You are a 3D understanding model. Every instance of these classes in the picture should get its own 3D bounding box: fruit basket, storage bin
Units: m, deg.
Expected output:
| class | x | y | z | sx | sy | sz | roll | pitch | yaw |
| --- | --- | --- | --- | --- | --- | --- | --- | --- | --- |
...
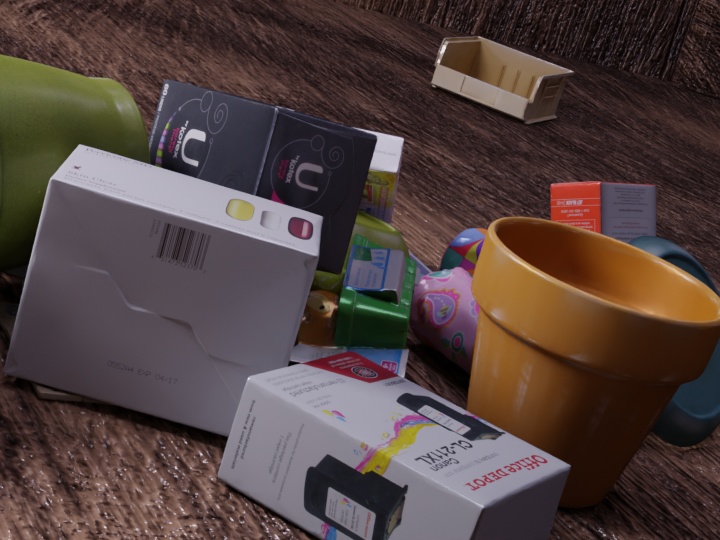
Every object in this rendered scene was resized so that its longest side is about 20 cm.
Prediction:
| class | x | y | z | sx | sy | sz | roll | pitch | yaw |
| --- | --- | --- | --- | --- | --- | --- | --- | --- | --- |
| fruit basket | -0.051 | 0.022 | 1.408 | 0.199 | 0.094 | 0.186 | 14 | 29 | 0 |
| storage bin | 0.254 | -0.347 | 2.969 | 0.199 | 0.094 | 0.198 | 24 | 17 | 19 |

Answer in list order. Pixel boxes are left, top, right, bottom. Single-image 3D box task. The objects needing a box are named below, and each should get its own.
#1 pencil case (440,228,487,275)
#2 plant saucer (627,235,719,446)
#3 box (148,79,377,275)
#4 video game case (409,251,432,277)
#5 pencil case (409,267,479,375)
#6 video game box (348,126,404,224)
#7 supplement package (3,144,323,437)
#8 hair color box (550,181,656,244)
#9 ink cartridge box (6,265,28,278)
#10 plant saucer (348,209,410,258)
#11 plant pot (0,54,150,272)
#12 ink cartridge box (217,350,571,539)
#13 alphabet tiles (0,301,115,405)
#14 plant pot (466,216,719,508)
| class | x | y | z | sx | sy | sz | roll | pitch | yaw |
| --- | --- | --- | --- | --- | --- | --- | --- | --- | --- |
| pencil case | 0.167 | 0.025 | 1.683 | 0.088 | 0.089 | 0.200 | 4 | 20 | -39 |
| plant saucer | 0.297 | 0.063 | 1.527 | 0.027 | 0.202 | 0.199 | -16 | -10 | 41 |
| box | -0.093 | -0.081 | 1.376 | 0.106 | 0.123 | 0.200 | 12 | 5 | -36 |
| video game case | 0.000 | 0.000 | 1.691 | 0.181 | 0.023 | 0.200 | 9 | 18 | -29 |
| pencil case | 0.124 | 0.068 | 1.492 | 0.087 | 0.088 | 0.200 | 6 | 19 | -35 |
| video game box | -0.051 | -0.098 | 1.668 | 0.181 | 0.047 | 0.200 | 14 | -18 | 2 |
| supplement package | -0.143 | 0.016 | 1.223 | 0.199 | 0.157 | 0.111 | 16 | 16 | -5 |
| hair color box | 0.231 | 0.019 | 1.550 | 0.061 | 0.202 | 0.101 | -1 | -1 | 42 |
| ink cartridge box | -0.283 | -0.067 | 1.476 | 0.108 | 0.051 | 0.200 | 18 | 33 | 0 |
| plant saucer | -0.038 | -0.051 | 1.579 | 0.199 | 0.031 | 0.200 | 21 | 7 | -3 |
| plant pot | -0.280 | -0.088 | 1.315 | 0.192 | 0.202 | 0.200 | -7 | 29 | -39 |
| ink cartridge box | 0.026 | 0.141 | 1.149 | 0.199 | 0.083 | 0.145 | 26 | 17 | 26 |
| alphabet tiles | -0.179 | 0.071 | 1.298 | 0.199 | 0.008 | 0.167 | 9 | 18 | -28 |
| plant pot | 0.168 | 0.080 | 1.317 | 0.199 | 0.184 | 0.200 | 17 | 17 | -5 |
